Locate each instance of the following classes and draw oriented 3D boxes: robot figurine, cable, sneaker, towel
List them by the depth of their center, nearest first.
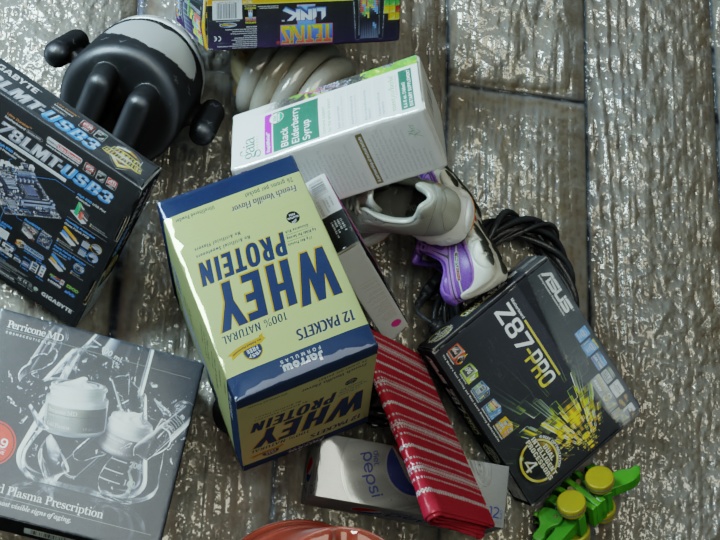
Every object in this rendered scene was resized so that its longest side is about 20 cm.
[{"bbox_3d":[0.057,0.153,1.245,0.022,0.144,0.202,-31,63,16],"label":"towel"},{"bbox_3d":[-0.221,-0.180,1.298,0.123,0.200,0.152,-21,110,15],"label":"robot figurine"},{"bbox_3d":[0.013,-0.069,1.331,0.092,0.198,0.077,25,68,-52],"label":"sneaker"},{"bbox_3d":[0.081,-0.048,1.375,0.083,0.081,0.201,-33,44,14],"label":"sneaker"},{"bbox_3d":[0.162,0.030,1.412,0.163,0.051,0.200,44,68,1],"label":"cable"}]

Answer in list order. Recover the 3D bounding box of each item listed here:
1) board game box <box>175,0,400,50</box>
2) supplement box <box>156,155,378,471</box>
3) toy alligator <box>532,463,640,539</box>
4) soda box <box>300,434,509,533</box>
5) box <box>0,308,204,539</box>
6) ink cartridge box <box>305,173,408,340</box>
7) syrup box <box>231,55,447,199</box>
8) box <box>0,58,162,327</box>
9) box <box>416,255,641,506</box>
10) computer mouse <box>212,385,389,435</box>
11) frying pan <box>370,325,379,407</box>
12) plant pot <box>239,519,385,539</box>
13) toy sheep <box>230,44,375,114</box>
[{"bbox_3d":[-0.078,-0.268,1.343,0.197,0.165,0.058,-5,110,-16],"label":"board game box"},{"bbox_3d":[-0.086,0.044,1.221,0.133,0.201,0.202,-20,67,-12],"label":"supplement box"},{"bbox_3d":[0.205,0.253,1.358,0.199,0.060,0.054,-35,45,-21],"label":"toy alligator"},{"bbox_3d":[0.044,0.214,1.316,0.197,0.068,0.064,12,71,-11],"label":"soda box"},{"bbox_3d":[-0.266,0.157,1.231,0.197,0.104,0.185,15,69,-10],"label":"box"},{"bbox_3d":[0.000,0.000,1.290,0.037,0.201,0.095,-28,53,0],"label":"ink cartridge box"},{"bbox_3d":[-0.022,-0.125,1.275,0.197,0.082,0.079,-16,45,12],"label":"syrup box"},{"bbox_3d":[-0.309,-0.072,1.241,0.199,0.199,0.050,33,36,-2],"label":"box"},{"bbox_3d":[0.174,0.112,1.357,0.161,0.049,0.201,-37,102,-17],"label":"box"},{"bbox_3d":[-0.049,0.137,1.304,0.197,0.034,0.060,-4,82,2],"label":"computer mouse"},{"bbox_3d":[-0.057,0.074,1.350,0.189,0.031,0.115,38,70,4],"label":"frying pan"},{"bbox_3d":[-0.036,0.318,1.195,0.198,0.195,0.204,4,73,-13],"label":"plant pot"},{"bbox_3d":[-0.053,-0.179,1.376,0.199,0.138,0.138,31,67,16],"label":"toy sheep"}]
